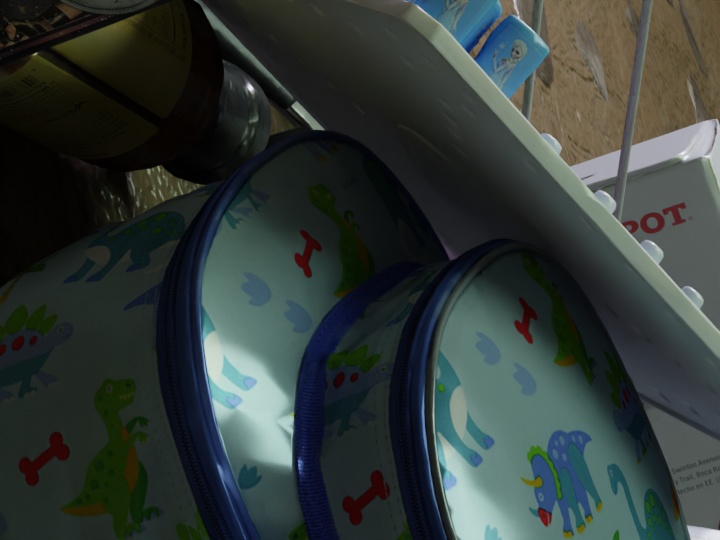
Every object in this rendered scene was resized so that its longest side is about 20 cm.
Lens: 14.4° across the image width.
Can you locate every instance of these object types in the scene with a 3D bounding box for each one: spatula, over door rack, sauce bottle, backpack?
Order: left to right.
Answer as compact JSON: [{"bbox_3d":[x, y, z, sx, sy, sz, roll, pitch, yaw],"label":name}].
[{"bbox_3d":[-0.081,-0.064,0.851,0.200,0.066,0.066,34,40,-69],"label":"sauce bottle"},{"bbox_3d":[-0.019,-0.048,0.991,0.200,0.020,0.057,48,21,-31],"label":"spatula"},{"bbox_3d":[-0.002,0.066,0.780,0.201,0.146,0.183,62,28,-8],"label":"backpack"},{"bbox_3d":[0.070,-0.069,1.105,0.148,0.066,0.201,-117,-139,-63],"label":"over door rack"}]

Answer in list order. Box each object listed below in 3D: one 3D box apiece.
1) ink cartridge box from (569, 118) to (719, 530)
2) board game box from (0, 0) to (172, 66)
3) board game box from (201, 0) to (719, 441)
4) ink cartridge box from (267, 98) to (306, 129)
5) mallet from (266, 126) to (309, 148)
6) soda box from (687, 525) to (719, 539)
[{"bbox_3d":[0.121,0.051,1.254,0.083,0.144,0.201,-52,122,-70],"label":"ink cartridge box"},{"bbox_3d":[-0.130,-0.125,0.616,0.035,0.135,0.201,-89,155,-50],"label":"board game box"},{"bbox_3d":[0.042,-0.027,0.822,0.200,0.026,0.200,45,-8,-27],"label":"board game box"},{"bbox_3d":[0.014,-0.161,1.103,0.084,0.145,0.200,44,24,-15],"label":"ink cartridge box"},{"bbox_3d":[0.000,0.000,1.110,0.200,0.041,0.066,39,34,-69],"label":"mallet"},{"bbox_3d":[0.078,0.184,0.952,0.068,0.063,0.201,-73,171,-65],"label":"soda box"}]
